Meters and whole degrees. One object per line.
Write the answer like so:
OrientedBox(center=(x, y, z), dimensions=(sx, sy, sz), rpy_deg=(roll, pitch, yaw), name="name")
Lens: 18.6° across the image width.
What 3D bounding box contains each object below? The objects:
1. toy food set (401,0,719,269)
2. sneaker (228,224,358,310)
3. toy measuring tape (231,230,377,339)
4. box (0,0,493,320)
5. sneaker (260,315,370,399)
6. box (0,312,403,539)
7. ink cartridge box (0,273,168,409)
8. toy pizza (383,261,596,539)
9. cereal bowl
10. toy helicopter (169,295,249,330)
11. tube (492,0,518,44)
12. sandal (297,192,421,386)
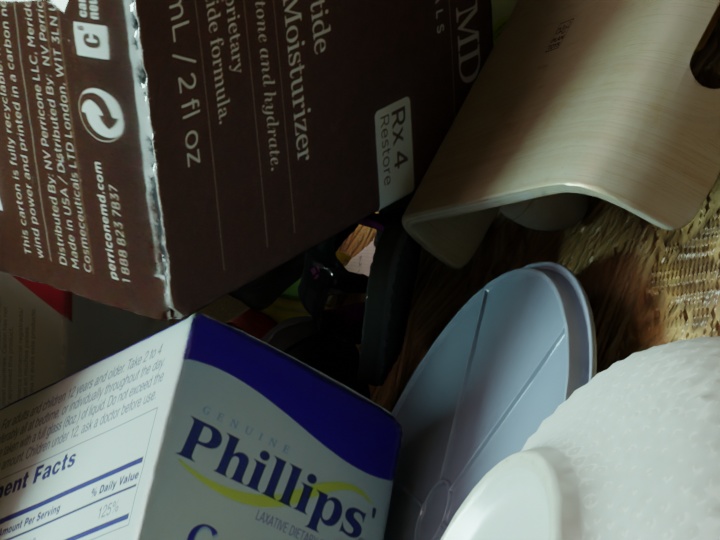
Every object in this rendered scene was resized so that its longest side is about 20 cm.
OrientedBox(center=(0.096, -0.070, 0.794), dimensions=(0.144, 0.060, 0.200), rpy_deg=(-61, 16, -12), name="toy food set")
OrientedBox(center=(-0.023, -0.046, 1.042), dimensions=(0.200, 0.076, 0.091), rpy_deg=(-40, -24, -60), name="sneaker")
OrientedBox(center=(-0.042, -0.002, 1.138), dimensions=(0.200, 0.074, 0.074), rpy_deg=(-39, 32, 62), name="toy measuring tape")
OrientedBox(center=(-0.072, -0.104, 0.843), dimensions=(0.200, 0.164, 0.166), rpy_deg=(-30, -57, -44), name="box")
OrientedBox(center=(-0.019, 0.110, 0.917), dimensions=(0.082, 0.073, 0.200), rpy_deg=(-27, 50, 54), name="sneaker")
OrientedBox(center=(-0.089, 0.143, 0.819), dimensions=(0.184, 0.105, 0.200), rpy_deg=(-25, 46, 49), name="box")
OrientedBox(center=(-0.190, 0.012, 1.012), dimensions=(0.200, 0.086, 0.148), rpy_deg=(3, 92, 31), name="ink cartridge box")
OrientedBox(center=(0.039, 0.093, 0.786), dimensions=(0.200, 0.032, 0.200), rpy_deg=(-58, 18, 30), name="toy pizza")
OrientedBox(center=(0.064, 0.104, 0.576), dimensions=(0.200, 0.083, 0.200), rpy_deg=(-58, 17, 29), name="cereal bowl")
OrientedBox(center=(-0.127, -0.002, 1.128), dimensions=(0.200, 0.079, 0.132), rpy_deg=(-3, 37, 30), name="toy helicopter")
OrientedBox(center=(0.058, -0.116, 0.995), dimensions=(0.200, 0.052, 0.058), rpy_deg=(-95, -8, -53), name="tube")
OrientedBox(center=(0.000, 0.001, 0.942), dimensions=(0.200, 0.048, 0.075), rpy_deg=(-75, -5, -81), name="sandal")
